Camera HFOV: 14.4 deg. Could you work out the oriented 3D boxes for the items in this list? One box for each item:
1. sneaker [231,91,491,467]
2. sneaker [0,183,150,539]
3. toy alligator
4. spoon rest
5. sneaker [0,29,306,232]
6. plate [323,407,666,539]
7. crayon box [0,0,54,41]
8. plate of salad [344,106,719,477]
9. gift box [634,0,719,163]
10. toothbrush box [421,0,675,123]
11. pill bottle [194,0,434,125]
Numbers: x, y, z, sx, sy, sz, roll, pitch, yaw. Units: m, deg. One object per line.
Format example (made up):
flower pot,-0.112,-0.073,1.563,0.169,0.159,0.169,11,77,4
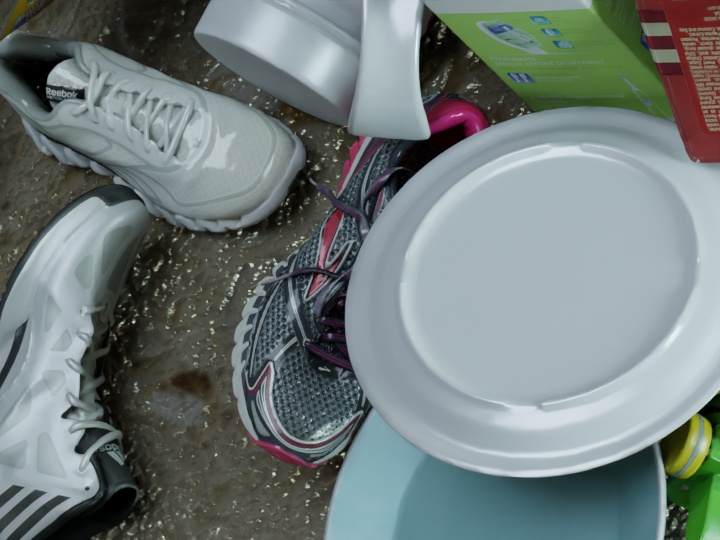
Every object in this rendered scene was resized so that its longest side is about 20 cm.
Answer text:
sneaker,0.000,0.000,1.393,0.200,0.081,0.075,-66,13,-8
sneaker,-0.139,0.063,1.475,0.115,0.076,0.201,32,94,26
toy alligator,0.178,0.045,1.310,0.054,0.059,0.200,-16,52,70
spoon rest,0.021,-0.166,1.366,0.099,0.061,0.200,3,76,3
sneaker,-0.119,-0.077,1.509,0.200,0.081,0.075,20,78,32
plate,0.065,0.124,1.335,0.200,0.026,0.201,-16,64,37
crayon box,-0.119,-0.212,1.494,0.200,0.126,0.052,-39,89,-21
plate of salad,0.091,0.011,1.312,0.200,0.048,0.200,-9,56,14
gift box,0.224,-0.178,1.269,0.184,0.200,0.187,3,48,20
toothbrush box,0.107,-0.163,1.347,0.086,0.200,0.146,1,71,29
pill bottle,0.003,-0.183,1.465,0.113,0.113,0.200,26,83,34
